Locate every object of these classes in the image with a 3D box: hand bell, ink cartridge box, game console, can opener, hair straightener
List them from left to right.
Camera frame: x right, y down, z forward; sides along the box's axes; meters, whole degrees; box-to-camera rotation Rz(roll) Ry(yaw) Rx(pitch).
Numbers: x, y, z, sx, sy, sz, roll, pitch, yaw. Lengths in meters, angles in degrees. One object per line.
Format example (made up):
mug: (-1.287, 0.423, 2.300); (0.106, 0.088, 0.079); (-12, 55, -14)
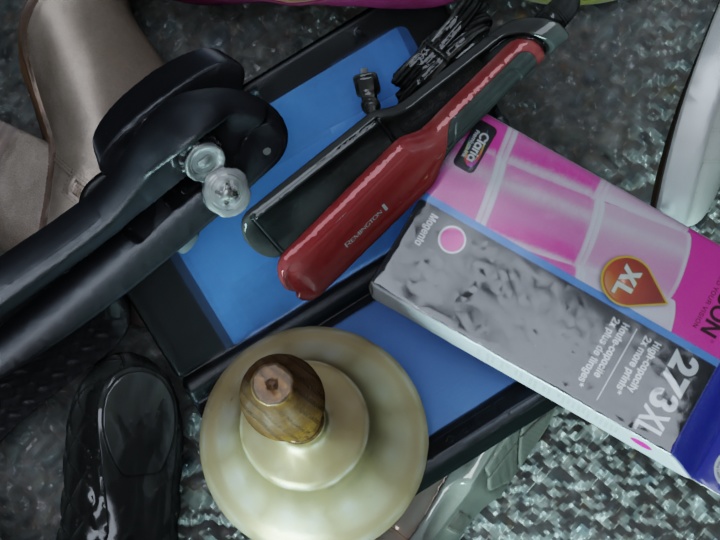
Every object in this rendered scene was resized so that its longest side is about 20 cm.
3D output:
can opener: (-0.116, -0.014, 1.012); (0.200, 0.079, 0.063); (-45, 120, -2)
hand bell: (-0.026, 0.058, 0.915); (0.104, 0.200, 0.105); (-1, 79, 3)
game console: (0.000, 0.000, 1.035); (0.199, 0.117, 0.176); (-32, 50, -3)
hair straightener: (0.020, -0.080, 1.003); (0.200, 0.041, 0.077); (-48, 48, 2)
ink cartridge box: (0.112, 0.018, 1.002); (0.199, 0.037, 0.095); (30, 81, 5)

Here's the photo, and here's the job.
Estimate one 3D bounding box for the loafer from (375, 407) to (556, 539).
loafer: (0.014, 0.118, 1.068); (0.063, 0.072, 0.200); (35, 83, 24)

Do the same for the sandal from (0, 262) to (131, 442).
sandal: (-0.195, 0.054, 1.096); (0.200, 0.045, 0.075); (-34, 122, 13)

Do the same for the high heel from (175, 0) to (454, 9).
high heel: (-0.042, -0.151, 1.021); (0.199, 0.096, 0.068); (-1, 101, 12)

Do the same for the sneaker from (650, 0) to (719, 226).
sneaker: (0.203, -0.103, 1.057); (0.084, 0.073, 0.201); (24, 90, 4)

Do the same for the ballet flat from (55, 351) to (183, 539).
ballet flat: (-0.120, 0.140, 1.093); (0.066, 0.057, 0.201); (9, 91, -16)

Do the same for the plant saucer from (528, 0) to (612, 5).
plant saucer: (0.105, -0.225, 1.060); (0.199, 0.031, 0.201); (-4, 116, -9)

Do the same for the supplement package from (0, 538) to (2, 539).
supplement package: (-0.229, 0.201, 1.019); (0.200, 0.151, 0.152); (43, 114, 9)

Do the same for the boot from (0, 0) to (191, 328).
boot: (-0.108, -0.076, 1.101); (0.146, 0.070, 0.201); (29, 90, 2)
